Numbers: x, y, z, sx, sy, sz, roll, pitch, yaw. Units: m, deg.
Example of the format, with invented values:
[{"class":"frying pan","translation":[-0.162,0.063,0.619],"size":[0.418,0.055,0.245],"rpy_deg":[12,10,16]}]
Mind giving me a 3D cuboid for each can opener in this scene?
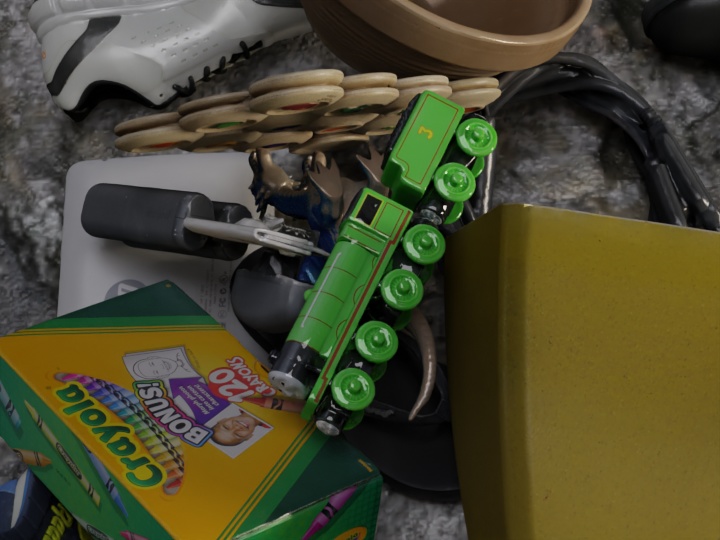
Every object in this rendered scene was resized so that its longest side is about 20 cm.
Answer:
[{"class":"can opener","translation":[-0.091,-0.008,1.089],"size":[0.199,0.053,0.067],"rpy_deg":[8,84,52]}]

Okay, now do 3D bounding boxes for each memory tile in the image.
[{"class":"memory tile","translation":[-0.027,-0.085,1.099],"size":[0.153,0.199,0.017],"rpy_deg":[-12,86,37]}]

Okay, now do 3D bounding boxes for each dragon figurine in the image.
[{"class":"dragon figurine","translation":[0.000,0.000,1.092],"size":[0.059,0.100,0.201],"rpy_deg":[-20,69,-21]}]

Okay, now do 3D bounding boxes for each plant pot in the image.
[{"class":"plant pot","translation":[0.029,-0.176,1.161],"size":[0.200,0.093,0.202],"rpy_deg":[18,44,-18]},{"class":"plant pot","translation":[0.141,0.076,0.999],"size":[0.198,0.200,0.178],"rpy_deg":[8,86,-5]}]

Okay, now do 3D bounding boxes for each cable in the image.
[{"class":"cable","translation":[0.114,-0.045,1.164],"size":[0.162,0.051,0.201],"rpy_deg":[-26,65,-3]}]

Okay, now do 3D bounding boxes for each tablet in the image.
[{"class":"tablet","translation":[-0.115,0.019,1.164],"size":[0.129,0.014,0.201],"rpy_deg":[-3,61,4]}]

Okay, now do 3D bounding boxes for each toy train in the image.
[{"class":"toy train","translation":[0.012,-0.007,1.018],"size":[0.056,0.042,0.201],"rpy_deg":[27,64,0]}]

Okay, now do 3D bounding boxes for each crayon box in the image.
[{"class":"crayon box","translation":[-0.096,0.092,1.033],"size":[0.118,0.059,0.200],"rpy_deg":[-20,43,-34]}]

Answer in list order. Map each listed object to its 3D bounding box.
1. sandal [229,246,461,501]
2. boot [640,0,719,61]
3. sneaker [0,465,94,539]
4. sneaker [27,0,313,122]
[{"class":"sandal","translation":[0.002,0.057,1.109],"size":[0.200,0.043,0.076],"rpy_deg":[37,67,17]},{"class":"boot","translation":[0.267,-0.088,1.165],"size":[0.164,0.066,0.201],"rpy_deg":[-11,66,1]},{"class":"sneaker","translation":[-0.193,0.169,1.010],"size":[0.082,0.200,0.074],"rpy_deg":[-32,98,13]},{"class":"sneaker","translation":[-0.103,-0.140,1.226],"size":[0.199,0.074,0.081],"rpy_deg":[-10,78,4]}]
